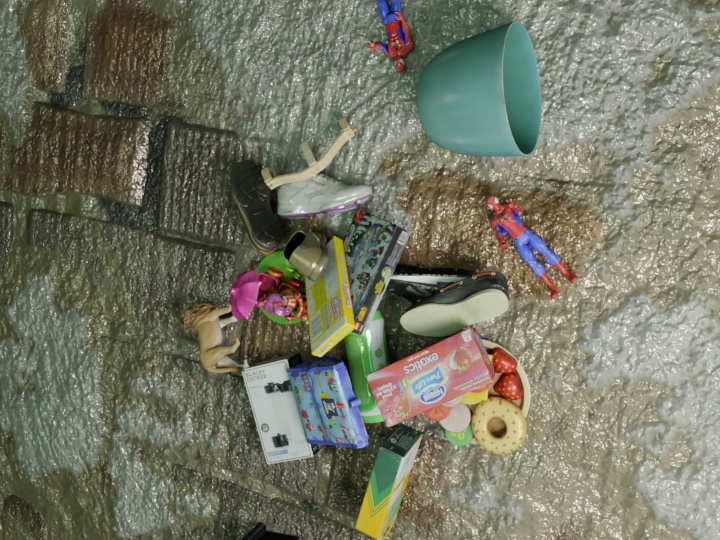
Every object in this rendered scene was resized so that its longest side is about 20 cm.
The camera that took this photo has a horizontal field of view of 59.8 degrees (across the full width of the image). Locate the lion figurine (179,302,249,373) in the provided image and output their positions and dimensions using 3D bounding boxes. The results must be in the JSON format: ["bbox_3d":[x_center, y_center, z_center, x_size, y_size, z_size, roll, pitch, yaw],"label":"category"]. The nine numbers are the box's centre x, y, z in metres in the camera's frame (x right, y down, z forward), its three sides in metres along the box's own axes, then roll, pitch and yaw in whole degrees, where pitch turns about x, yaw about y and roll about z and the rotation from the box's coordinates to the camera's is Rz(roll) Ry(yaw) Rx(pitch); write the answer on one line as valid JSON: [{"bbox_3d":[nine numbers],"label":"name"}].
[{"bbox_3d":[-0.304,0.141,1.284,0.121,0.073,0.202,-19,51,-1],"label":"lion figurine"}]

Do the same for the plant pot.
[{"bbox_3d":[0.187,-0.279,1.011,0.159,0.200,0.204,0,96,33],"label":"plant pot"}]

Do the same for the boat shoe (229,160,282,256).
[{"bbox_3d":[-0.214,-0.119,1.243,0.074,0.075,0.203,123,132,-60],"label":"boat shoe"}]

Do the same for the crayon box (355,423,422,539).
[{"bbox_3d":[0.050,0.405,1.172,0.051,0.125,0.203,19,103,19],"label":"crayon box"}]

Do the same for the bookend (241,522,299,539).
[{"bbox_3d":[-0.142,0.653,1.296,0.197,0.092,0.202,2,97,21],"label":"bookend"}]

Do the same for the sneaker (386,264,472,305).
[{"bbox_3d":[0.103,0.042,1.141,0.197,0.076,0.089,5,103,21],"label":"sneaker"}]

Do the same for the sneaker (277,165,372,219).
[{"bbox_3d":[-0.075,-0.155,1.186,0.197,0.075,0.101,-5,91,21],"label":"sneaker"}]

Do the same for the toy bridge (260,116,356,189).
[{"bbox_3d":[-0.092,-0.211,1.173,0.198,0.027,0.068,-31,53,8],"label":"toy bridge"}]

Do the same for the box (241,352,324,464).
[{"bbox_3d":[-0.158,0.280,1.277,0.115,0.060,0.203,-14,91,22],"label":"box"}]

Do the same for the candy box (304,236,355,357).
[{"bbox_3d":[-0.059,0.044,1.127,0.102,0.026,0.202,-40,41,32],"label":"candy box"}]

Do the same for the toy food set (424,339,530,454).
[{"bbox_3d":[0.206,0.224,1.132,0.195,0.049,0.204,7,99,21],"label":"toy food set"}]

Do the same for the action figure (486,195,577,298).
[{"bbox_3d":[0.274,-0.047,1.043,0.065,0.099,0.201,-42,78,19],"label":"action figure"}]

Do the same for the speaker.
[{"bbox_3d":[0.016,0.178,1.183,0.087,0.088,0.203,-8,93,22],"label":"speaker"}]

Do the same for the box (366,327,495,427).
[{"bbox_3d":[0.123,0.180,1.070,0.198,0.100,0.097,-27,80,12],"label":"box"}]

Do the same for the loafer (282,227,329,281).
[{"bbox_3d":[-0.104,-0.044,1.153,0.067,0.200,0.076,34,95,-20],"label":"loafer"}]

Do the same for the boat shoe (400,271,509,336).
[{"bbox_3d":[0.160,0.059,1.072,0.199,0.064,0.074,-21,122,30],"label":"boat shoe"}]

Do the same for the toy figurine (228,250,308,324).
[{"bbox_3d":[-0.163,0.055,1.187,0.198,0.184,0.152,26,105,16],"label":"toy figurine"}]

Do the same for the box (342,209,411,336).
[{"bbox_3d":[0.000,0.000,1.134,0.136,0.040,0.202,27,93,55],"label":"box"}]

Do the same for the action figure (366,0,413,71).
[{"bbox_3d":[0.046,-0.453,1.095,0.064,0.099,0.203,-10,95,23],"label":"action figure"}]

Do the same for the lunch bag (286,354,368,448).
[{"bbox_3d":[-0.045,0.241,1.156,0.199,0.093,0.153,-17,90,63],"label":"lunch bag"}]
